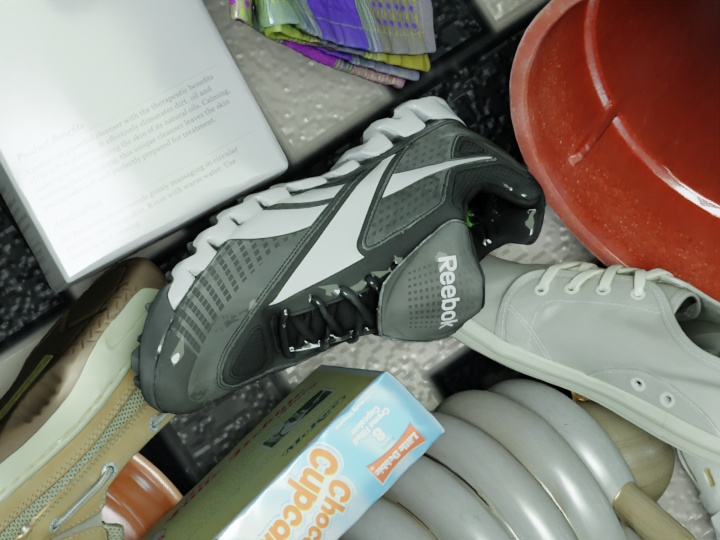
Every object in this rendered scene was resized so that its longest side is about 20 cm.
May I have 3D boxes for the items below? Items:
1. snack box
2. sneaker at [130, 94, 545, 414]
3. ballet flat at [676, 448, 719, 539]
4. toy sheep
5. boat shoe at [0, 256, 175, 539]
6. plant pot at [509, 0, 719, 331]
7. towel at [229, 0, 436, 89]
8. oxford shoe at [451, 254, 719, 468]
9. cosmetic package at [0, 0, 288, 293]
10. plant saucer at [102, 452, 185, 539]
[{"bbox_3d":[-0.062,0.117,0.829,0.200,0.116,0.037,-44,99,-10],"label":"snack box"},{"bbox_3d":[0.000,0.000,0.843,0.090,0.066,0.200,29,49,31],"label":"sneaker"},{"bbox_3d":[0.177,0.063,0.945,0.072,0.072,0.200,10,85,-11],"label":"ballet flat"},{"bbox_3d":[0.050,0.118,0.875,0.200,0.138,0.138,-30,93,-27],"label":"toy sheep"},{"bbox_3d":[-0.125,0.091,0.846,0.076,0.072,0.200,44,79,-18],"label":"boat shoe"},{"bbox_3d":[0.193,-0.105,0.874,0.201,0.201,0.195,39,56,-7],"label":"plant pot"},{"bbox_3d":[-0.010,-0.154,0.858,0.023,0.200,0.144,-3,88,19],"label":"towel"},{"bbox_3d":[0.101,0.021,0.884,0.200,0.075,0.058,25,114,29],"label":"oxford shoe"},{"bbox_3d":[-0.125,-0.103,0.875,0.108,0.085,0.200,-27,92,-12],"label":"cosmetic package"},{"bbox_3d":[-0.154,0.156,0.884,0.200,0.032,0.200,0,88,-12],"label":"plant saucer"}]
